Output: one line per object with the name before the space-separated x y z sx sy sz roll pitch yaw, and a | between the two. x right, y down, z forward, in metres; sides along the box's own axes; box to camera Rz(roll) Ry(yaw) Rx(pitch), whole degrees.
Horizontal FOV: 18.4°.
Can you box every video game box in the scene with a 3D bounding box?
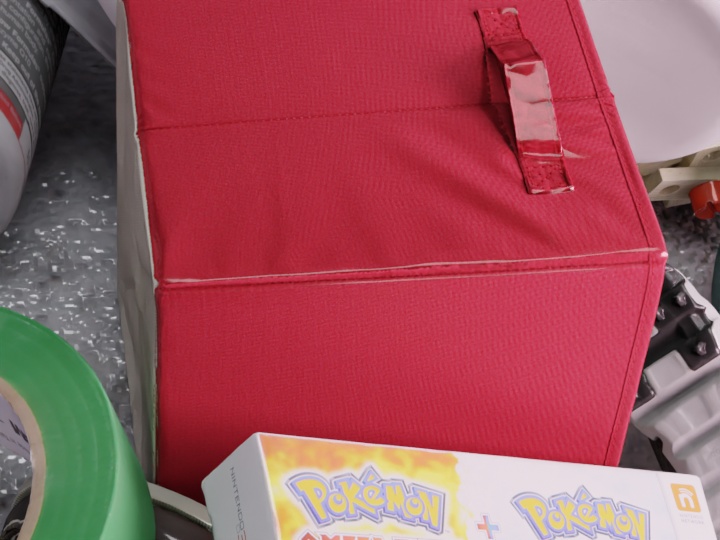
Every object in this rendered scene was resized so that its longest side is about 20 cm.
video game box | 0.053 0.151 0.755 0.199 0.047 0.183 8 53 -33

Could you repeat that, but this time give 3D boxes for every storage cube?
storage cube | 0.000 0.000 0.861 0.179 0.200 0.171 -4 46 -9

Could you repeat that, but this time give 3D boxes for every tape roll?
tape roll | -0.172 0.099 0.771 0.200 0.048 0.201 -8 47 9

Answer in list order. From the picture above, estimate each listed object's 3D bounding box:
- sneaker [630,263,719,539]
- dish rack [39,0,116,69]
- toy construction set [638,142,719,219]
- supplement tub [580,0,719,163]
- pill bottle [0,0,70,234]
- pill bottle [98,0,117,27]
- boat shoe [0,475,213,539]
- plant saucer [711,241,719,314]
sneaker | 0.159 0.086 0.897 0.201 0.066 0.090 62 19 18
dish rack | -0.079 -0.150 1.021 0.200 0.043 0.172 44 34 -27
toy construction set | 0.106 -0.099 1.071 0.131 0.092 0.200 7 45 -44
supplement tub | 0.123 -0.164 0.971 0.145 0.146 0.201 15 55 3
pill bottle | -0.187 -0.107 0.981 0.113 0.114 0.200 10 43 -3
pill bottle | -0.014 -0.162 0.893 0.112 0.200 0.113 31 46 -38
boat shoe | -0.049 0.139 0.792 0.201 0.072 0.061 27 41 10
plant saucer | 0.237 -0.006 0.943 0.199 0.036 0.201 -13 62 26
